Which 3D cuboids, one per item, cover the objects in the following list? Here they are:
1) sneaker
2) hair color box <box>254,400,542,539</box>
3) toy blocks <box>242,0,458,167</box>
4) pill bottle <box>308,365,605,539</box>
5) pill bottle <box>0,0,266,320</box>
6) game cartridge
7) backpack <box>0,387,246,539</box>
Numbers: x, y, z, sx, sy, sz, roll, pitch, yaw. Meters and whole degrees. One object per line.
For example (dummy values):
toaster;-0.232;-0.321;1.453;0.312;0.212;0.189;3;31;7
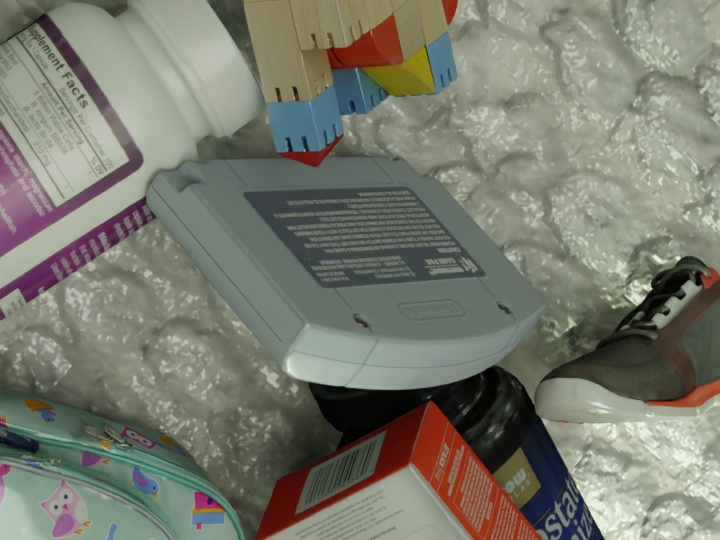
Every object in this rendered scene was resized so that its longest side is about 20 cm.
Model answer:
sneaker;0.158;0.035;1.536;0.200;0.077;0.082;-9;95;-50
hair color box;0.049;0.172;1.451;0.101;0.061;0.200;-28;110;25
toy blocks;0.002;-0.138;1.412;0.100;0.200;0.137;-1;113;29
pill bottle;0.054;0.120;1.521;0.112;0.112;0.200;-32;113;-7
pill bottle;-0.149;-0.058;1.402;0.200;0.112;0.112;-33;113;-6
game cartridge;0.000;0.000;1.414;0.200;0.133;0.041;-4;133;-53
backpack;-0.155;0.154;1.444;0.200;0.153;0.176;14;96;-29
